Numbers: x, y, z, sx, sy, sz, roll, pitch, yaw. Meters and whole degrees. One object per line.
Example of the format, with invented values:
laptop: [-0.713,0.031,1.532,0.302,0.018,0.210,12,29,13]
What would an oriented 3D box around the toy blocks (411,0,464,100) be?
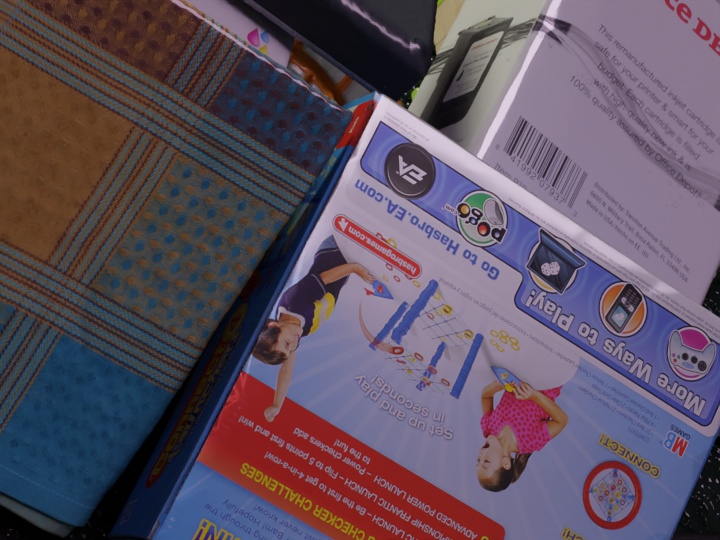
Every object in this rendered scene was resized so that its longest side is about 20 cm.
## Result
toy blocks: [0.108,-0.118,1.149,0.100,0.137,0.200,23,43,-32]

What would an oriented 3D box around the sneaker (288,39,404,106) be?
sneaker: [-0.052,-0.129,1.046,0.200,0.078,0.077,43,22,-15]

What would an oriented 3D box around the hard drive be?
hard drive: [-0.049,-0.171,0.892,0.200,0.033,0.140,34,36,-21]

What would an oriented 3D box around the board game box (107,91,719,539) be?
board game box: [0.033,0.066,0.839,0.200,0.056,0.196,33,74,-18]

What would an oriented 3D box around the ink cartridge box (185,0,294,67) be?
ink cartridge box: [-0.104,-0.121,0.887,0.145,0.084,0.200,35,36,-19]

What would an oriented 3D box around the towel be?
towel: [-0.114,-0.014,0.790,0.147,0.200,0.022,33,2,-20]

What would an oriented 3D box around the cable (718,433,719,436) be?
cable: [0.211,0.069,1.156,0.200,0.050,0.097,28,32,-24]

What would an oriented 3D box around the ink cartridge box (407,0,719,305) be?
ink cartridge box: [0.099,-0.050,0.978,0.145,0.083,0.200,39,62,-23]
